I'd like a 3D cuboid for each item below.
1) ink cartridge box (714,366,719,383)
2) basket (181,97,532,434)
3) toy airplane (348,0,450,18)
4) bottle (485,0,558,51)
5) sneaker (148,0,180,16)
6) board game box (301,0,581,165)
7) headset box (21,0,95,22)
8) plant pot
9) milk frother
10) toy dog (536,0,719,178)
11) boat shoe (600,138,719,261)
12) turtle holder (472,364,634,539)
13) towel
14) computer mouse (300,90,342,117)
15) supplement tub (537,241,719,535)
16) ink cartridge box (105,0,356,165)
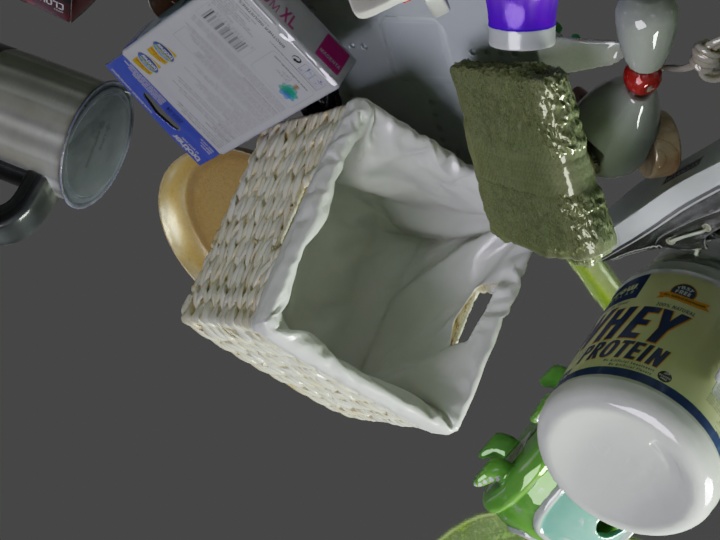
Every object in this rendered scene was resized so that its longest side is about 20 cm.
[{"bbox_3d":[0.333,-0.013,1.416,0.083,0.145,0.201,27,138,14],"label":"ink cartridge box"},{"bbox_3d":[0.000,0.000,1.587,0.200,0.199,0.161,30,165,-26],"label":"basket"},{"bbox_3d":[0.000,-0.261,1.378,0.140,0.199,0.201,-4,116,16],"label":"toy airplane"},{"bbox_3d":[0.109,-0.251,1.370,0.065,0.083,0.201,13,112,38],"label":"bottle"},{"bbox_3d":[-0.100,-0.256,1.566,0.073,0.085,0.200,36,145,-9],"label":"sneaker"},{"bbox_3d":[0.049,-0.177,1.568,0.200,0.026,0.200,40,139,-1],"label":"board game box"},{"bbox_3d":[-0.273,-0.307,1.648,0.148,0.075,0.201,26,138,15],"label":"headset box"},{"bbox_3d":[-0.088,-0.032,1.800,0.199,0.028,0.201,20,135,21],"label":"plant pot"},{"bbox_3d":[-0.307,-0.106,1.833,0.187,0.181,0.200,22,180,19],"label":"milk frother"},{"bbox_3d":[0.184,-0.139,1.452,0.200,0.131,0.097,-60,43,41],"label":"toy dog"},{"bbox_3d":[0.244,-0.042,1.512,0.064,0.071,0.200,48,137,-10],"label":"boat shoe"},{"bbox_3d":[0.191,0.151,1.695,0.132,0.186,0.141,40,171,0],"label":"turtle holder"},{"bbox_3d":[0.121,-0.082,1.458,0.200,0.036,0.149,-158,51,-73],"label":"towel"},{"bbox_3d":[-0.107,-0.162,1.656,0.199,0.044,0.110,-1,129,50],"label":"computer mouse"},{"bbox_3d":[0.235,0.085,1.534,0.144,0.200,0.146,20,136,20],"label":"supplement tub"},{"bbox_3d":[-0.105,-0.161,1.581,0.119,0.042,0.200,45,142,-16],"label":"ink cartridge box"}]
